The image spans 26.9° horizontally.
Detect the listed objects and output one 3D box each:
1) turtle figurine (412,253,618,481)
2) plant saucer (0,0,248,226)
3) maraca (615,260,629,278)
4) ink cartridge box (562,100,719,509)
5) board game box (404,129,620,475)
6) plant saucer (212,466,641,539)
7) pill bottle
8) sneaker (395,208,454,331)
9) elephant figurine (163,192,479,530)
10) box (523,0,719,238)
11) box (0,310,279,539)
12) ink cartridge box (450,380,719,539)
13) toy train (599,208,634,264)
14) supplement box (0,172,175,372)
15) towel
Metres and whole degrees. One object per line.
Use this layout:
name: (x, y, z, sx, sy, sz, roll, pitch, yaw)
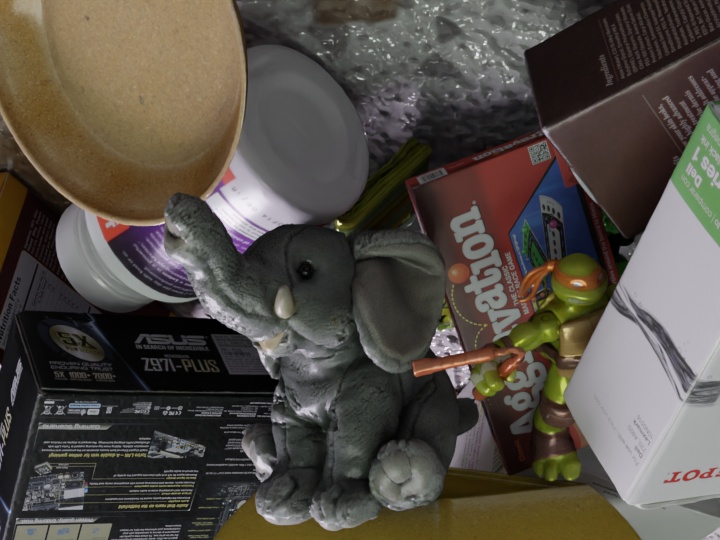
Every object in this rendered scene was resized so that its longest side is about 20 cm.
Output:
turtle figurine: (0.118, 0.047, 0.853, 0.200, 0.064, 0.161, -25, 134, -15)
plant saucer: (-0.130, -0.125, 0.823, 0.200, 0.035, 0.201, 15, 117, 32)
maraca: (0.236, -0.009, 0.901, 0.137, 0.107, 0.200, 23, 144, -29)
ink cartridge box: (0.209, 0.019, 0.762, 0.146, 0.084, 0.200, -2, 133, -27)
board game box: (0.106, 0.020, 0.901, 0.103, 0.019, 0.200, -21, 112, 0)
plant saucer: (0.044, 0.151, 0.921, 0.200, 0.049, 0.200, 0, 177, 44)
pill bottle: (-0.099, -0.046, 0.925, 0.111, 0.112, 0.200, 34, 137, -29)
sneaker: (0.036, 0.013, 0.931, 0.200, 0.076, 0.075, -43, 161, 16)
elephant figurine: (-0.015, 0.030, 0.836, 0.141, 0.155, 0.200, -12, 103, 2)
box: (0.196, -0.108, 0.772, 0.200, 0.075, 0.100, -28, 132, 19)
box: (-0.140, 0.119, 0.997, 0.200, 0.086, 0.164, 3, 122, -27)
ink cartridge box: (0.154, 0.133, 1.076, 0.144, 0.147, 0.200, 20, 144, -10)
toy train: (0.143, -0.053, 0.920, 0.056, 0.042, 0.200, 20, 143, 18)
supplement box: (-0.275, 0.061, 1.092, 0.197, 0.133, 0.200, -15, 137, 30)
towel: (0.000, 0.000, 0.995, 0.018, 0.086, 0.200, 38, 148, 17)
